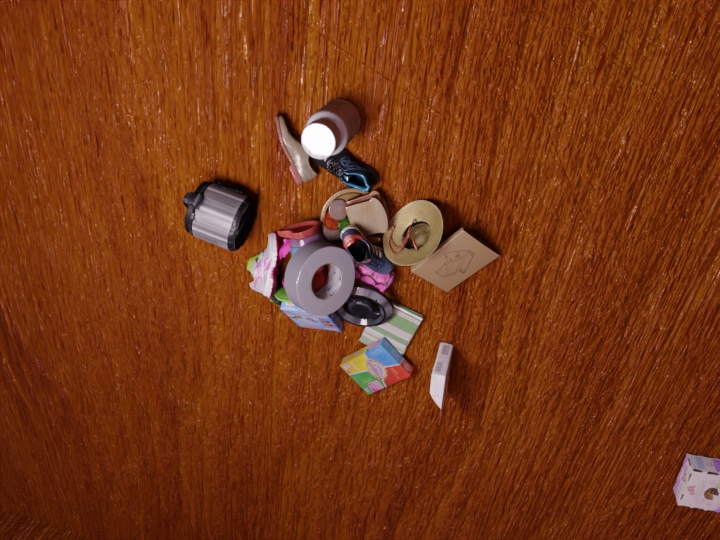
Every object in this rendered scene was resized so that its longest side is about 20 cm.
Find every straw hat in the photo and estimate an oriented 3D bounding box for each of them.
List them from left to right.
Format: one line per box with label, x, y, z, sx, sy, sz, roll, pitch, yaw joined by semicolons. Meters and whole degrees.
straw hat;0.167;-0.093;1.580;0.200;0.202;0.085;-30;146;29

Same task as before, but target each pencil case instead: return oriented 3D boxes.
pencil case;0.000;0.000;1.688;0.199;0.091;0.094;27;118;-3

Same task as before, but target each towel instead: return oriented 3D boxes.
towel;0.098;0.188;1.808;0.152;0.023;0.201;26;125;1

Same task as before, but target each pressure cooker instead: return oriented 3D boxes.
pressure cooker;-0.427;-0.167;1.661;0.199;0.179;0.177;20;126;3

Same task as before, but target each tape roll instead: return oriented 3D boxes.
tape roll;-0.111;0.022;1.562;0.066;0.200;0.201;23;132;46

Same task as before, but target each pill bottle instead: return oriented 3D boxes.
pill bottle;-0.077;-0.357;1.433;0.114;0.200;0.115;7;121;13

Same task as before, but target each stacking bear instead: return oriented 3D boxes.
stacking bear;-0.146;-0.033;1.623;0.121;0.113;0.201;11;119;49

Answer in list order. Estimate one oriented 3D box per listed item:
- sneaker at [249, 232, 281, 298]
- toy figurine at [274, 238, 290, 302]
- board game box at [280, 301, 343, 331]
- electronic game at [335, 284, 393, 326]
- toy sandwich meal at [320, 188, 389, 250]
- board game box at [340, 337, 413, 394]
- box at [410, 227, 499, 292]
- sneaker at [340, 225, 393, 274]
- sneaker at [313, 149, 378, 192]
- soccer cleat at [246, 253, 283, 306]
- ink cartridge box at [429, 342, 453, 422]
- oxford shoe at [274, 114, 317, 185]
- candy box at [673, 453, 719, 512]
sneaker;-0.295;-0.020;1.729;0.088;0.081;0.202;11;91;3
toy figurine;-0.172;-0.018;1.717;0.198;0.150;0.185;-5;110;-4
board game box;-0.149;0.145;1.777;0.150;0.037;0.200;5;159;13
electronic game;0.003;0.110;1.731;0.198;0.042;0.201;9;141;7
toy sandwich meal;-0.014;-0.139;1.594;0.204;0.070;0.207;-2;115;-4
board game box;0.052;0.320;1.871;0.153;0.040;0.200;46;128;-14
box;0.266;-0.026;1.592;0.163;0.021;0.200;28;128;-34
sneaker;0.020;-0.037;1.573;0.075;0.085;0.200;-40;122;20
sneaker;-0.046;-0.282;1.539;0.199;0.082;0.073;26;123;1
soccer cleat;-0.282;0.035;1.806;0.081;0.068;0.200;-31;106;21
ink cartridge box;0.250;0.355;1.776;0.050;0.161;0.201;11;122;12
oxford shoe;-0.181;-0.341;1.566;0.074;0.071;0.201;-22;113;-2
candy box;1.113;0.673;1.762;0.198;0.072;0.169;7;121;12
